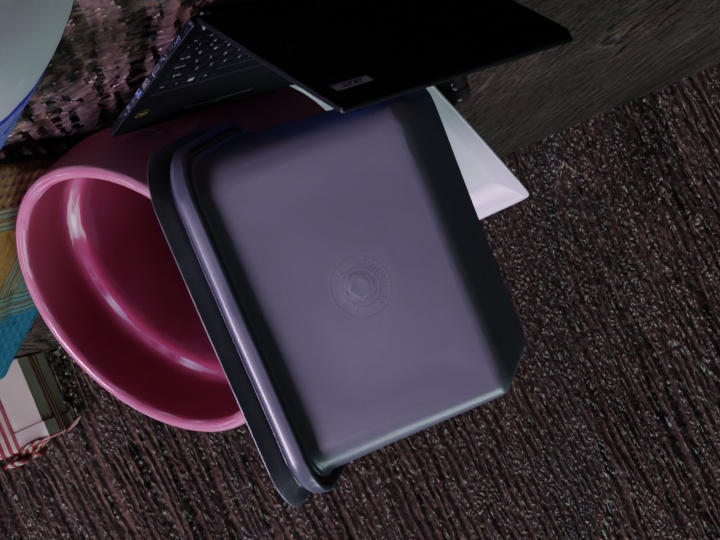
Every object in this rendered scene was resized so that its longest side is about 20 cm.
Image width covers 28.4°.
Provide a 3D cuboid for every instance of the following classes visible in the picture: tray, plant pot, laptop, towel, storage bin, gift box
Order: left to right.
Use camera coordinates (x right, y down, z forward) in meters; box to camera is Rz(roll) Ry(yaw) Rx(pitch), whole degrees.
[{"bbox_3d":[-0.245,0.006,0.948,0.201,0.022,0.146,-60,166,19],"label":"towel"},{"bbox_3d":[-0.652,0.271,2.717,0.198,0.188,0.184,-22,179,11],"label":"gift box"},{"bbox_3d":[-0.094,-0.027,0.936,0.199,0.201,0.179,-25,-163,46],"label":"plant pot"},{"bbox_3d":[-0.015,-0.105,0.803,0.176,0.104,0.200,-21,169,-38],"label":"laptop"},{"bbox_3d":[0.000,0.000,0.761,0.133,0.202,0.146,-19,-171,17],"label":"storage bin"},{"bbox_3d":[0.031,-0.100,1.064,0.107,0.200,0.022,-25,-139,28],"label":"tray"}]

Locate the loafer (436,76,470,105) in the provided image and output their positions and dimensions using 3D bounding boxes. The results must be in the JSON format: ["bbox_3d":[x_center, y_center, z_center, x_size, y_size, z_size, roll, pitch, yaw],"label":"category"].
[{"bbox_3d":[-0.002,-0.119,1.101,0.199,0.063,0.072,-26,-163,37],"label":"loafer"}]

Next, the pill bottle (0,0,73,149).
[{"bbox_3d":[-0.128,-0.068,0.334,0.111,0.113,0.200,-22,178,-26],"label":"pill bottle"}]
